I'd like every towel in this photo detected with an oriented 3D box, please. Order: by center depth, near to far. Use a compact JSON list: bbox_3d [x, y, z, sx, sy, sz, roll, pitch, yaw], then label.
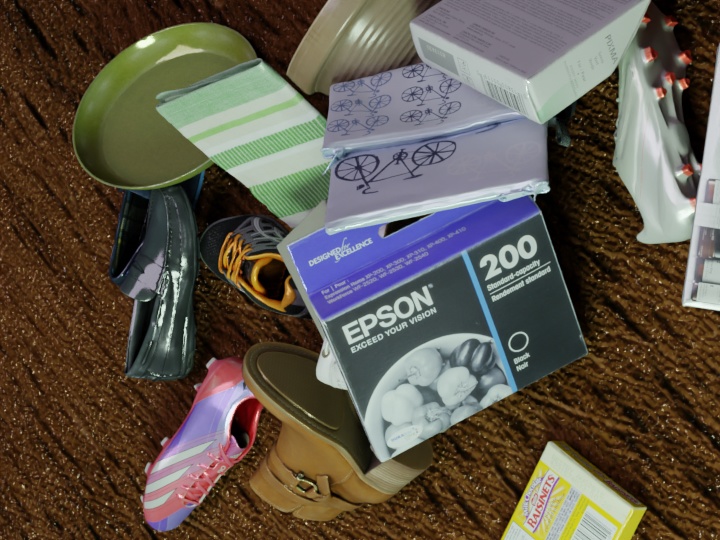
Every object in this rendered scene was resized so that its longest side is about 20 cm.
[{"bbox_3d":[-0.069,-0.109,1.821,0.152,0.200,0.023,-14,46,44],"label":"towel"}]

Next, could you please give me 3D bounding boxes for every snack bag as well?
[{"bbox_3d":[0.057,-0.107,1.618,0.188,0.021,0.200,-11,38,14],"label":"snack bag"}]

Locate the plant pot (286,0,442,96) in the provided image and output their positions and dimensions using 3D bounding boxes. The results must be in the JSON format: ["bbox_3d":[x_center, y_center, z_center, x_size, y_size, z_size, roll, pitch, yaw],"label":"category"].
[{"bbox_3d":[0.033,-0.214,1.756,0.093,0.201,0.201,38,116,4],"label":"plant pot"}]

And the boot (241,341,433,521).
[{"bbox_3d":[-0.053,0.147,1.796,0.155,0.200,0.077,-34,37,44],"label":"boot"}]

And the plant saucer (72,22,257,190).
[{"bbox_3d":[-0.182,-0.153,1.978,0.200,0.031,0.200,-13,52,17],"label":"plant saucer"}]

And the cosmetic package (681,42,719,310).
[{"bbox_3d":[0.296,-0.067,1.547,0.082,0.051,0.200,7,93,7],"label":"cosmetic package"}]

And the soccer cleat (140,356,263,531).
[{"bbox_3d":[-0.146,0.175,1.955,0.076,0.067,0.200,39,110,32],"label":"soccer cleat"}]

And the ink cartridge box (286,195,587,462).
[{"bbox_3d":[0.065,0.025,1.629,0.200,0.198,0.043,67,171,-28],"label":"ink cartridge box"}]

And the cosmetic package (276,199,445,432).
[{"bbox_3d":[0.020,0.040,1.782,0.073,0.103,0.200,-43,61,31],"label":"cosmetic package"}]

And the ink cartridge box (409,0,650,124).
[{"bbox_3d":[0.163,-0.210,1.639,0.161,0.200,0.050,34,152,49],"label":"ink cartridge box"}]

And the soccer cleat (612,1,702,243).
[{"bbox_3d":[0.227,-0.118,1.629,0.078,0.069,0.200,-22,75,43],"label":"soccer cleat"}]

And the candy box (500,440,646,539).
[{"bbox_3d":[0.154,0.252,1.695,0.102,0.026,0.200,39,113,40],"label":"candy box"}]

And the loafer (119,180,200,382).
[{"bbox_3d":[-0.195,0.012,1.975,0.068,0.070,0.201,-146,55,-60],"label":"loafer"}]

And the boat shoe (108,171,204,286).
[{"bbox_3d":[-0.200,-0.076,2.016,0.084,0.069,0.200,6,89,43],"label":"boat shoe"}]

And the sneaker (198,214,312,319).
[{"bbox_3d":[-0.090,-0.006,1.905,0.200,0.077,0.078,21,103,44],"label":"sneaker"}]

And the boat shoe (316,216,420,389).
[{"bbox_3d":[0.000,0.000,1.697,0.069,0.071,0.200,7,79,26],"label":"boat shoe"}]

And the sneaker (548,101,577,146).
[{"bbox_3d":[0.122,-0.126,1.716,0.140,0.078,0.200,39,113,38],"label":"sneaker"}]
